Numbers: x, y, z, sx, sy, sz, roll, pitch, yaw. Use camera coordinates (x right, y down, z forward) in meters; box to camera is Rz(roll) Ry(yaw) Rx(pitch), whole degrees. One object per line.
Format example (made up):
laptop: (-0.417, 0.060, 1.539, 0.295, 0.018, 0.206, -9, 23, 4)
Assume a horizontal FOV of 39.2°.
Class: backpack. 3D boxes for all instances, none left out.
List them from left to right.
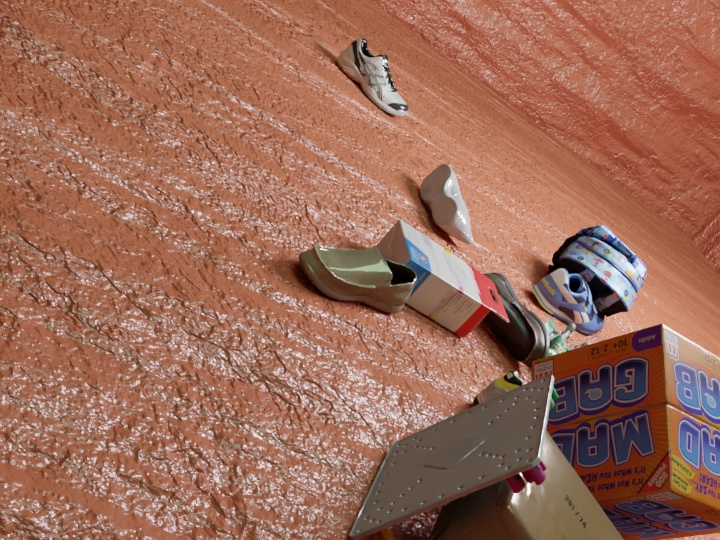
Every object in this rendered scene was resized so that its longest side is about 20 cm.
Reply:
backpack: (0.486, 0.000, 2.023, 0.182, 0.135, 0.200, 43, -3, 2)

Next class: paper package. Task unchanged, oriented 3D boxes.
paper package: (0.174, 0.280, 0.995, 0.201, 0.103, 0.191, 54, 26, -6)

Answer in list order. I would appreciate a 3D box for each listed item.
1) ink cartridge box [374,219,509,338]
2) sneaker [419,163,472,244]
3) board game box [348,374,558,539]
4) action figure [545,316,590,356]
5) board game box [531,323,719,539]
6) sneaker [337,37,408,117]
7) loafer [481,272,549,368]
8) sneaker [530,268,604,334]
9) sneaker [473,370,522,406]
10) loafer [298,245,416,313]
ink cartridge box: (0.121, 0.022, 1.515, 0.199, 0.067, 0.117, 32, 24, -25)
sneaker: (0.168, -0.118, 1.885, 0.088, 0.075, 0.201, 44, 23, -31)
board game box: (0.099, 0.187, 0.994, 0.026, 0.199, 0.200, 60, 21, -7)
action figure: (0.330, 0.137, 1.684, 0.118, 0.055, 0.200, 49, 26, 11)
board game box: (0.354, 0.214, 1.269, 0.199, 0.199, 0.201, 26, 57, -35)
sneaker: (0.040, -0.424, 2.206, 0.200, 0.088, 0.076, 45, 20, 4)
loafer: (0.226, 0.078, 1.605, 0.071, 0.073, 0.200, 11, 31, -35)
sneaker: (0.416, 0.059, 1.936, 0.199, 0.082, 0.074, 27, 24, -38)
sneaker: (0.246, 0.210, 1.357, 0.199, 0.076, 0.076, 34, 20, -22)
loafer: (0.000, 0.000, 1.345, 0.199, 0.068, 0.076, 18, 31, -47)
